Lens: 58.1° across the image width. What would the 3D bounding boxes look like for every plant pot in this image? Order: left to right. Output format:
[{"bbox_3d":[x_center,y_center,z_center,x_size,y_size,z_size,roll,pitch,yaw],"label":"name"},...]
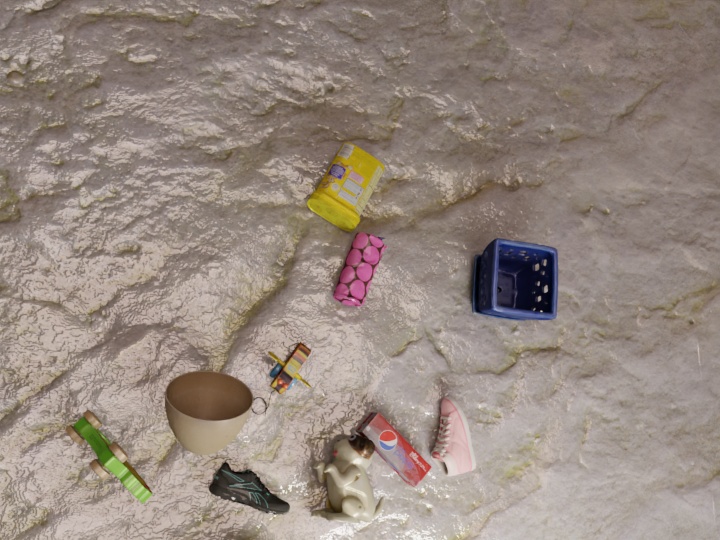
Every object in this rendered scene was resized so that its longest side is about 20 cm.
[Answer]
[{"bbox_3d":[-0.356,0.343,1.498,0.198,0.201,0.136,7,112,-15],"label":"plant pot"},{"bbox_3d":[0.413,0.038,1.787,0.197,0.180,0.203,9,76,-15],"label":"plant pot"}]

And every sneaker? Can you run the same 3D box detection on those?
[{"bbox_3d":[-0.253,0.520,1.532,0.198,0.075,0.080,24,70,-11],"label":"sneaker"},{"bbox_3d":[0.229,0.439,1.695,0.103,0.075,0.203,-13,86,-24],"label":"sneaker"}]

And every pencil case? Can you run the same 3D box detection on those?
[{"bbox_3d":[0.000,0.000,1.722,0.093,0.090,0.202,29,73,-23],"label":"pencil case"}]

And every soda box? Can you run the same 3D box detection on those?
[{"bbox_3d":[0.085,0.456,1.655,0.200,0.063,0.070,47,70,-3],"label":"soda box"}]

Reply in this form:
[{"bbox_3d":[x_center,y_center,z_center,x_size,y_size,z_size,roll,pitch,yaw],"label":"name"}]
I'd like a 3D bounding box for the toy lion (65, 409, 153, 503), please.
[{"bbox_3d":[-0.539,0.422,1.429,0.069,0.193,0.199,-42,51,-21],"label":"toy lion"}]

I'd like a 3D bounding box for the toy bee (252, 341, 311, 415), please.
[{"bbox_3d":[-0.179,0.265,1.595,0.129,0.109,0.202,19,73,-14],"label":"toy bee"}]

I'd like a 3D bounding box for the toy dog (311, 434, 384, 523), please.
[{"bbox_3d":[-0.020,0.502,1.576,0.191,0.139,0.203,10,73,-15],"label":"toy dog"}]

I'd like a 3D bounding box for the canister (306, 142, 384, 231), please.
[{"bbox_3d":[-0.035,-0.230,1.761,0.148,0.087,0.202,31,70,-8],"label":"canister"}]
